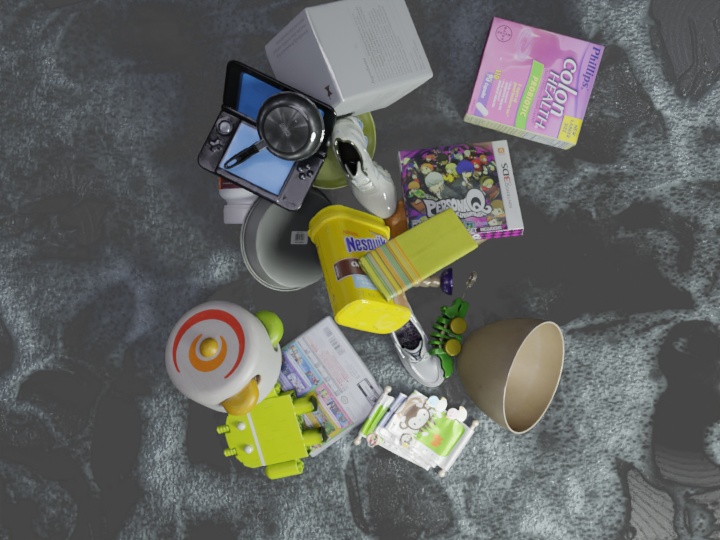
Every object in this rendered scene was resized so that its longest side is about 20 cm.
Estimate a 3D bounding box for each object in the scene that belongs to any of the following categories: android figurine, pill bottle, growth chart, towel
[{"bbox_3d":[-0.167,0.294,1.637,0.200,0.041,0.182,-13,96,13],"label":"android figurine"},{"bbox_3d":[-0.197,-0.183,1.596,0.114,0.114,0.200,1,92,4],"label":"pill bottle"},{"bbox_3d":[0.105,0.291,1.636,0.200,0.018,0.145,24,95,-6],"label":"growth chart"},{"bbox_3d":[0.097,-0.028,1.481,0.200,0.018,0.086,-30,81,-24],"label":"towel"}]

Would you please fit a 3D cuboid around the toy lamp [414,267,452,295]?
[{"bbox_3d":[0.067,0.019,1.616,0.200,0.058,0.058,0,92,5],"label":"toy lamp"}]

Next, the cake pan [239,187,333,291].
[{"bbox_3d":[-0.116,-0.058,1.579,0.200,0.037,0.201,-8,105,-31],"label":"cake pan"}]

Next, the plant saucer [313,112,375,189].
[{"bbox_3d":[-0.068,-0.243,1.592,0.200,0.031,0.200,2,86,-25],"label":"plant saucer"}]

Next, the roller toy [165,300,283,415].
[{"bbox_3d":[-0.245,0.154,1.573,0.182,0.140,0.200,5,72,19],"label":"roller toy"}]

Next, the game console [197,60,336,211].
[{"bbox_3d":[-0.160,-0.219,1.474,0.200,0.116,0.176,27,88,4],"label":"game console"}]

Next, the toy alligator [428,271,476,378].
[{"bbox_3d":[0.158,0.090,1.583,0.054,0.059,0.200,17,79,-8],"label":"toy alligator"}]

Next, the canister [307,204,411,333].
[{"bbox_3d":[0.000,0.000,1.519,0.087,0.148,0.200,-43,48,34],"label":"canister"}]

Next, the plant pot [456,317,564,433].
[{"bbox_3d":[0.250,0.169,1.562,0.134,0.200,0.201,17,94,38],"label":"plant pot"}]

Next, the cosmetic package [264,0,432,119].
[{"bbox_3d":[-0.021,-0.356,1.513,0.200,0.165,0.165,-22,91,-32],"label":"cosmetic package"}]

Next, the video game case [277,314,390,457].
[{"bbox_3d":[-0.074,0.214,1.651,0.182,0.022,0.200,-36,91,4],"label":"video game case"}]

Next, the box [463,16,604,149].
[{"bbox_3d":[0.301,-0.327,1.567,0.200,0.097,0.176,16,93,2],"label":"box"}]

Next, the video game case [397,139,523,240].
[{"bbox_3d":[0.175,-0.137,1.572,0.200,0.036,0.182,-6,66,-1],"label":"video game case"}]

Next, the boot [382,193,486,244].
[{"bbox_3d":[0.150,-0.096,1.604,0.201,0.071,0.144,-27,77,-8],"label":"boot"}]

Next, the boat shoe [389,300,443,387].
[{"bbox_3d":[0.096,0.132,1.596,0.072,0.069,0.200,-20,107,7],"label":"boat shoe"}]

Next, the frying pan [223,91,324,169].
[{"bbox_3d":[-0.152,-0.227,1.445,0.190,0.031,0.115,-6,111,15],"label":"frying pan"}]

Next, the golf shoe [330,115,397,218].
[{"bbox_3d":[-0.001,-0.164,1.533,0.078,0.097,0.200,-22,113,20],"label":"golf shoe"}]
